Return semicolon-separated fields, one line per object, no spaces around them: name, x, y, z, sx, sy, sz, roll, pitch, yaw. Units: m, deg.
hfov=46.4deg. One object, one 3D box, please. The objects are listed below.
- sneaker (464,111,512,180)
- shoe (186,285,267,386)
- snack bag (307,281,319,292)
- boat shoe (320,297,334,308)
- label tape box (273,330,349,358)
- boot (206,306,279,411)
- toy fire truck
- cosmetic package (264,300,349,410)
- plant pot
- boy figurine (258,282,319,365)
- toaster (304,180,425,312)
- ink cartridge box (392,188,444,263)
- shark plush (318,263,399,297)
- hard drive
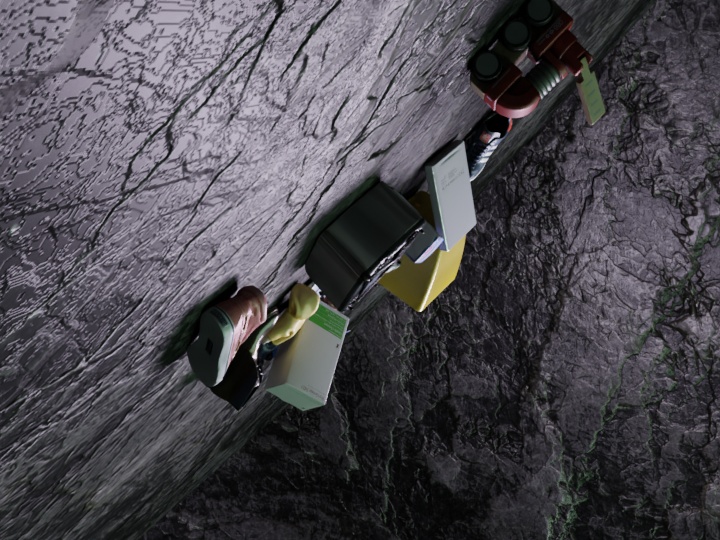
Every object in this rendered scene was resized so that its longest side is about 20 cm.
sneaker;0.275;-0.289;1.917;0.201;0.075;0.085;-55;176;-2
shoe;-0.194;0.098;1.243;0.091;0.072;0.200;-35;164;-34
snack bag;-0.048;-0.008;1.798;0.200;0.021;0.189;-45;173;-12
boat shoe;-0.060;0.067;1.977;0.070;0.070;0.200;-48;174;13
label tape box;-0.119;0.154;1.986;0.143;0.064;0.200;-25;178;12
boot;-0.197;0.163;1.544;0.200;0.097;0.075;-46;174;10
toy fire truck;0.294;-0.300;1.332;0.176;0.200;0.129;-46;174;4
cosmetic package;-0.108;0.169;1.715;0.085;0.107;0.201;-24;-137;47
plant pot;0.136;-0.063;1.952;0.200;0.199;0.177;-38;160;-50
boy figurine;-0.153;0.107;1.637;0.200;0.064;0.124;-50;172;31
toaster;0.008;-0.041;1.491;0.181;0.119;0.200;-44;174;-25
ink cartridge box;0.099;-0.087;1.721;0.076;0.137;0.200;-44;174;8
shark plush;0.000;0.000;1.794;0.200;0.091;0.083;-50;-156;-11
hard drive;0.196;-0.161;1.808;0.132;0.027;0.202;-41;129;-40
